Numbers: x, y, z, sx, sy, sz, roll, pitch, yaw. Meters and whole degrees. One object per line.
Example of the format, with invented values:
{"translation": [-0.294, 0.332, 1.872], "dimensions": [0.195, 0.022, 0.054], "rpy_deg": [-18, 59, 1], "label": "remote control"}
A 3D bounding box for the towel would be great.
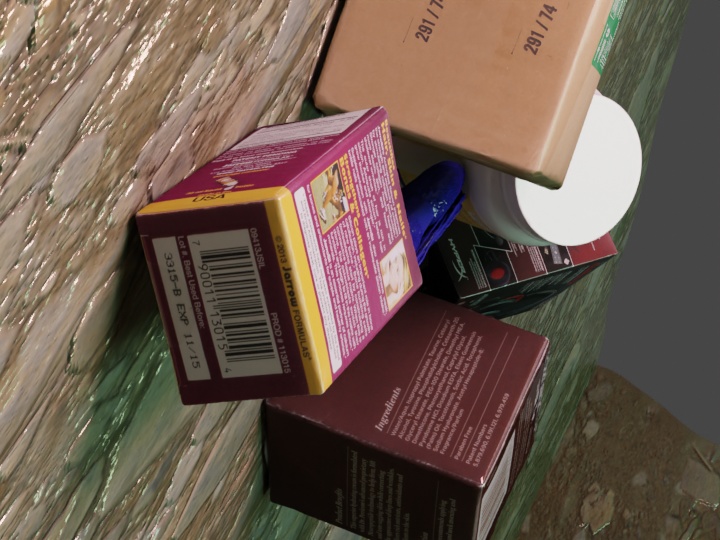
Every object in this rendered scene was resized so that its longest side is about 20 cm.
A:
{"translation": [0.000, 0.000, 1.545], "dimensions": [0.147, 0.050, 0.200], "rpy_deg": [-31, -168, 36], "label": "towel"}

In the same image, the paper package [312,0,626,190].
{"translation": [0.088, -0.181, 1.472], "dimensions": [0.103, 0.190, 0.201], "rpy_deg": [14, 95, -77], "label": "paper package"}

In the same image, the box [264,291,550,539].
{"translation": [0.040, 0.130, 1.727], "dimensions": [0.166, 0.199, 0.165], "rpy_deg": [92, 22, -54], "label": "box"}

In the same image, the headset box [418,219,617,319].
{"translation": [0.125, -0.004, 1.817], "dimensions": [0.199, 0.075, 0.149], "rpy_deg": [-15, 167, -31], "label": "headset box"}

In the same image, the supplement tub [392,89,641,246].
{"translation": [0.124, -0.101, 1.651], "dimensions": [0.145, 0.200, 0.146], "rpy_deg": [-8, 107, -28], "label": "supplement tub"}

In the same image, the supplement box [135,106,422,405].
{"translation": [-0.047, -0.013, 1.279], "dimensions": [0.200, 0.103, 0.131], "rpy_deg": [-43, 124, -62], "label": "supplement box"}
